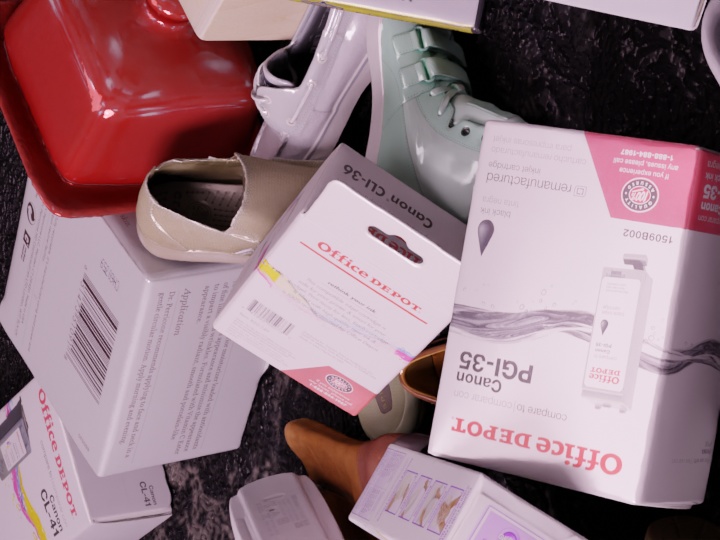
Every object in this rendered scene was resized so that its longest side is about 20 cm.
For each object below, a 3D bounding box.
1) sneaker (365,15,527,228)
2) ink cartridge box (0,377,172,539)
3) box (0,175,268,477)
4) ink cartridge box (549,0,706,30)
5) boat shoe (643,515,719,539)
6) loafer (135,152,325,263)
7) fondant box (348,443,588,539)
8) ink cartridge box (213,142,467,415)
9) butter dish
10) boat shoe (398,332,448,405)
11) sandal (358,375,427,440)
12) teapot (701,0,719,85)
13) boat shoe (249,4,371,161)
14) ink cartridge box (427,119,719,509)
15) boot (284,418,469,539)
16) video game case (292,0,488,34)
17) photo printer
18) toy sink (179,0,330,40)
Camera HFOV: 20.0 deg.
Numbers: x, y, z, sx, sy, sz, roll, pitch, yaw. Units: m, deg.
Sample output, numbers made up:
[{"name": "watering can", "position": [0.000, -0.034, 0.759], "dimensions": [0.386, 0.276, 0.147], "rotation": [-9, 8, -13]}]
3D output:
[{"name": "sneaker", "position": [0.066, -0.117, 1.309], "dimensions": [0.118, 0.074, 0.201], "rotation": [1, 86, 37]}, {"name": "ink cartridge box", "position": [-0.256, 0.179, 1.744], "dimensions": [0.200, 0.085, 0.148], "rotation": [-41, 62, 48]}, {"name": "box", "position": [-0.167, 0.012, 1.559], "dimensions": [0.200, 0.130, 0.199], "rotation": [51, 136, 37]}, {"name": "ink cartridge box", "position": [0.106, -0.209, 1.106], "dimensions": [0.200, 0.145, 0.083], "rotation": [-97, 20, -65]}, {"name": "boat shoe", "position": [0.220, 0.219, 1.139], "dimensions": [0.200, 0.072, 0.065], "rotation": [46, 134, 47]}, {"name": "loafer", "position": [-0.062, -0.042, 1.397], "dimensions": [0.068, 0.199, 0.076], "rotation": [67, -158, -63]}, {"name": "fondant box", "position": [0.086, 0.168, 1.190], "dimensions": [0.058, 0.144, 0.200], "rotation": [-59, 12, -8]}, {"name": "ink cartridge box", "position": [0.000, 0.000, 1.291], "dimensions": [0.116, 0.068, 0.200], "rotation": [33, 144, -7]}, {"name": "butter dish", "position": [-0.153, -0.157, 1.466], "dimensions": [0.200, 0.200, 0.148], "rotation": [64, 144, 25]}, {"name": "boat shoe", "position": [0.102, 0.069, 1.275], "dimensions": [0.200, 0.067, 0.072], "rotation": [-1, 93, 53]}, {"name": "sandal", "position": [-0.011, 0.026, 1.426], "dimensions": [0.080, 0.057, 0.201], "rotation": [-43, 61, 46]}, {"name": "teapot", "position": [0.276, -0.090, 0.965], "dimensions": [0.146, 0.200, 0.197], "rotation": [-62, 6, -15]}, {"name": "boat shoe", "position": [-0.038, -0.130, 1.408], "dimensions": [0.200, 0.068, 0.072], "rotation": [-50, 39, 42]}, {"name": "ink cartridge box", "position": [0.133, 0.024, 1.164], "dimensions": [0.146, 0.083, 0.201], "rotation": [10, 91, 35]}, {"name": "boot", "position": [0.021, 0.196, 1.397], "dimensions": [0.200, 0.068, 0.189], "rotation": [-4, 113, 61]}, {"name": "video game case", "position": [0.007, -0.262, 1.281], "dimensions": [0.180, 0.026, 0.201], "rotation": [11, 94, 10]}, {"name": "photo printer", "position": [-0.029, 0.258, 1.402], "dimensions": [0.166, 0.069, 0.200], "rotation": [-131, 26, -72]}, {"name": "toy sink", "position": [-0.078, -0.265, 1.424], "dimensions": [0.112, 0.130, 0.200], "rotation": [-53, 54, 42]}]
